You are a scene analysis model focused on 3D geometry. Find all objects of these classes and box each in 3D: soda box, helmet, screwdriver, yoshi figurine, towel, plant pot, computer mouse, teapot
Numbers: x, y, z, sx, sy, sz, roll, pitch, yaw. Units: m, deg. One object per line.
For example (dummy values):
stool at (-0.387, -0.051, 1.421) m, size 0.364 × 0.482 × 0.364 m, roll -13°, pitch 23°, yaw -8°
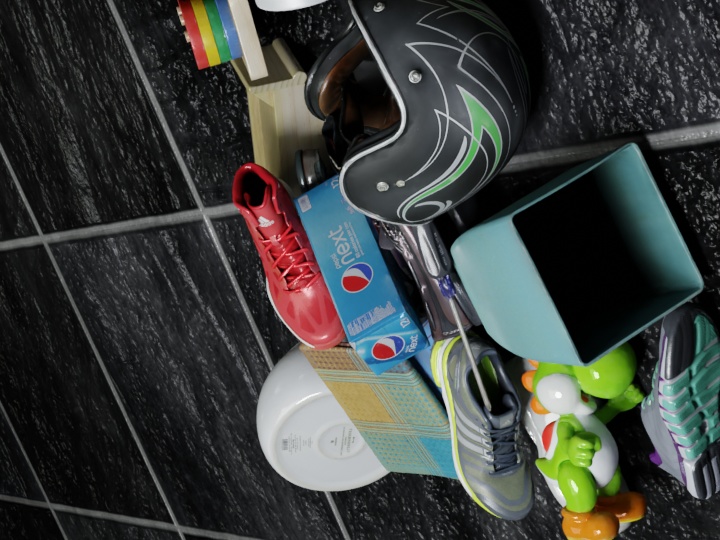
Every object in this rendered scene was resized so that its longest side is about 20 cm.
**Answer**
soda box at (0.000, 0.000, 1.565) m, size 0.068 × 0.064 × 0.201 m, roll 52°, pitch -168°, yaw -49°
helmet at (0.054, -0.156, 1.400) m, size 0.200 × 0.199 × 0.191 m, roll 47°, pitch 120°, yaw 18°
screwdriver at (0.090, 0.038, 1.489) m, size 0.028 × 0.029 × 0.202 m, roll -13°, pitch 110°, yaw 26°
yoshi figurine at (0.222, 0.142, 1.481) m, size 0.112 × 0.111 × 0.202 m, roll -167°, pitch 63°, yaw -79°
towel at (0.036, 0.144, 1.662) m, size 0.146 × 0.022 × 0.201 m, roll 1°, pitch 136°, yaw 43°
plant pot at (0.172, -0.005, 1.421) m, size 0.142 × 0.140 × 0.200 m, roll 62°, pitch 159°, yaw -5°
computer mouse at (0.064, -0.104, 1.560) m, size 0.200 × 0.052 × 0.139 m, roll 51°, pitch 166°, yaw 24°
teapot at (-0.030, 0.144, 1.813) m, size 0.197 × 0.200 × 0.147 m, roll 36°, pitch -155°, yaw -33°

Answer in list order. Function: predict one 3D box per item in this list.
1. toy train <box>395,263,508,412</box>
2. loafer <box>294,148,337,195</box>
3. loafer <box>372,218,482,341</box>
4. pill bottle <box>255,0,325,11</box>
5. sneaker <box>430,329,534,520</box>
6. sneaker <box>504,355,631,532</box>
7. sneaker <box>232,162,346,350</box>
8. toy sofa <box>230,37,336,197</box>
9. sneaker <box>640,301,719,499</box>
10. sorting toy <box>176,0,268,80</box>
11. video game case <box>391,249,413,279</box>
toy train at (0.074, 0.081, 1.636) m, size 0.200 × 0.087 × 0.114 m, roll 48°, pitch 158°, yaw -16°
loafer at (-0.014, -0.049, 1.696) m, size 0.072 × 0.062 × 0.201 m, roll -90°, pitch -16°, yaw -54°
loafer at (0.046, -0.022, 1.520) m, size 0.063 × 0.072 × 0.201 m, roll -32°, pitch 97°, yaw 14°
pill bottle at (-0.074, -0.354, 1.490) m, size 0.113 × 0.113 × 0.202 m, roll 18°, pitch 130°, yaw 46°
sneaker at (0.126, 0.154, 1.556) m, size 0.202 × 0.073 × 0.081 m, roll 69°, pitch 163°, yaw -12°
sneaker at (0.217, 0.162, 1.562) m, size 0.088 × 0.075 × 0.201 m, roll -37°, pitch 84°, yaw 46°
sneaker at (-0.082, -0.017, 1.607) m, size 0.201 × 0.078 × 0.116 m, roll 60°, pitch -174°, yaw 19°
toy sofa at (-0.077, -0.141, 1.717) m, size 0.083 × 0.097 × 0.202 m, roll -121°, pitch 21°, yaw -51°
sneaker at (0.276, 0.111, 1.432) m, size 0.087 × 0.074 × 0.202 m, roll 25°, pitch 135°, yaw 49°
sorting toy at (-0.162, -0.304, 1.607) m, size 0.199 × 0.069 × 0.202 m, roll -116°, pitch 10°, yaw -67°
video game case at (0.035, -0.060, 1.618) m, size 0.201 × 0.019 × 0.143 m, roll 58°, pitch 168°, yaw -8°
